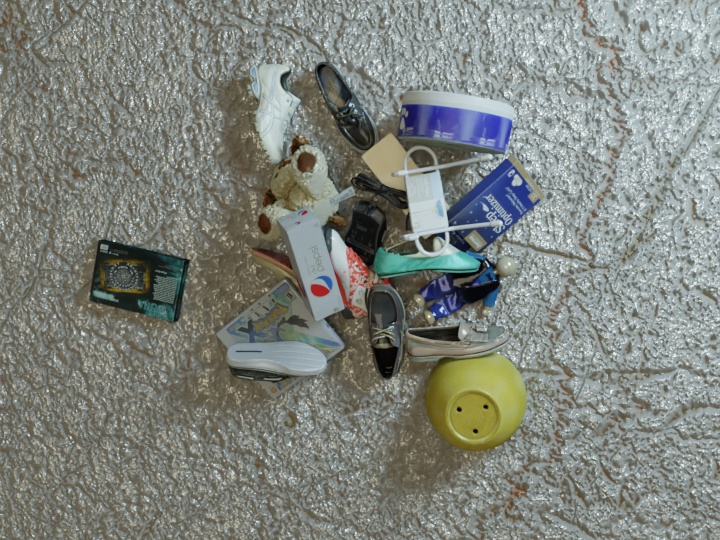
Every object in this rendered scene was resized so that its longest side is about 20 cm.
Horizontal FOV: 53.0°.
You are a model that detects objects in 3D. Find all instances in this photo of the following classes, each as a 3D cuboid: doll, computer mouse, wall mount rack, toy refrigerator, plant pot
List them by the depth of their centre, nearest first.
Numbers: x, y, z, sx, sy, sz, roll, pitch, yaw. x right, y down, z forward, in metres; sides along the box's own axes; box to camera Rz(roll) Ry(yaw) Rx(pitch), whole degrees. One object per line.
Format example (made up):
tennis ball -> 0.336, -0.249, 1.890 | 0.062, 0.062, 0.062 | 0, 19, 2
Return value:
wall mount rack -> 0.149, -0.126, 1.271 | 0.173, 0.075, 0.201 | -10, 96, -4
plant pot -> 0.214, 0.255, 1.357 | 0.199, 0.142, 0.201 | 1, 94, 10
computer mouse -> 0.043, -0.086, 1.382 | 0.140, 0.046, 0.201 | 22, 128, 20
doll -> 0.208, 0.032, 1.390 | 0.199, 0.048, 0.137 | -29, 98, 12
toy refrigerator -> 0.092, -0.160, 1.390 | 0.076, 0.070, 0.200 | -38, 87, 5

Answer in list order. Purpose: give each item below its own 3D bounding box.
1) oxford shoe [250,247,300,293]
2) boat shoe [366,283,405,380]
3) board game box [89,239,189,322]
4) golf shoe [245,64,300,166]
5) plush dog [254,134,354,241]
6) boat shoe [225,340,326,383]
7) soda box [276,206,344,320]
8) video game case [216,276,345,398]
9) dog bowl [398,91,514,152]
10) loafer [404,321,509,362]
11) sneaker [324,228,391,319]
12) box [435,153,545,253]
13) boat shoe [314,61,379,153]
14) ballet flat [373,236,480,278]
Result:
oxford shoe -> -0.143, 0.023, 1.446 | 0.199, 0.071, 0.074 | 32, 104, 8
boat shoe -> 0.052, 0.122, 1.380 | 0.074, 0.073, 0.201 | -6, 118, 7
board game box -> -0.469, 0.021, 1.526 | 0.199, 0.028, 0.136 | 13, 97, 9
golf shoe -> -0.163, -0.311, 1.426 | 0.097, 0.078, 0.201 | -10, 93, 5
plush dog -> -0.114, -0.157, 1.392 | 0.200, 0.160, 0.172 | -55, 43, 20
boat shoe -> -0.164, 0.184, 1.424 | 0.199, 0.072, 0.071 | 5, 133, 7
soda box -> -0.091, -0.010, 1.329 | 0.063, 0.068, 0.201 | -24, 123, -13
video game case -> -0.161, 0.138, 1.447 | 0.200, 0.022, 0.182 | -37, 99, 19
dog bowl -> 0.169, -0.263, 1.293 | 0.199, 0.200, 0.079 | 10, 98, 10
loafer -> 0.182, 0.130, 1.384 | 0.199, 0.072, 0.063 | -11, 114, 14
sneaker -> 0.000, 0.000, 1.392 | 0.107, 0.067, 0.202 | -10, 120, 9
box -> 0.237, -0.110, 1.347 | 0.200, 0.121, 0.032 | -41, 42, 12
boat shoe -> -0.030, -0.318, 1.401 | 0.070, 0.066, 0.201 | -26, 89, 11
ballet flat -> 0.122, -0.027, 1.340 | 0.199, 0.067, 0.071 | -4, 101, 5
